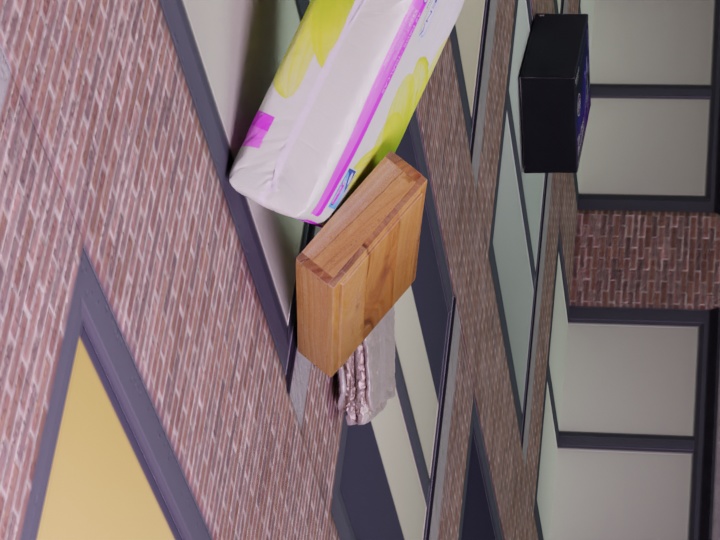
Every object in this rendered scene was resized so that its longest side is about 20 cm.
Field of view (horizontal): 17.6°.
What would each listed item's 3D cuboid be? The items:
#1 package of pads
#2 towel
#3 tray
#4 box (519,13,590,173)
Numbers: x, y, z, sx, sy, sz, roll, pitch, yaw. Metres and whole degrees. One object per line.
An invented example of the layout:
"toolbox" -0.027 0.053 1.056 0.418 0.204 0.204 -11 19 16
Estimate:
"package of pads" -0.004 -0.126 1.524 0.201 0.068 0.154 -63 169 2
"towel" 0.003 0.017 1.850 0.133 0.034 0.202 -25 115 -80
"tray" 0.000 0.000 1.599 0.099 0.037 0.200 -49 169 -15
"box" 0.259 -0.237 3.076 0.200 0.078 0.142 -72 157 -57
